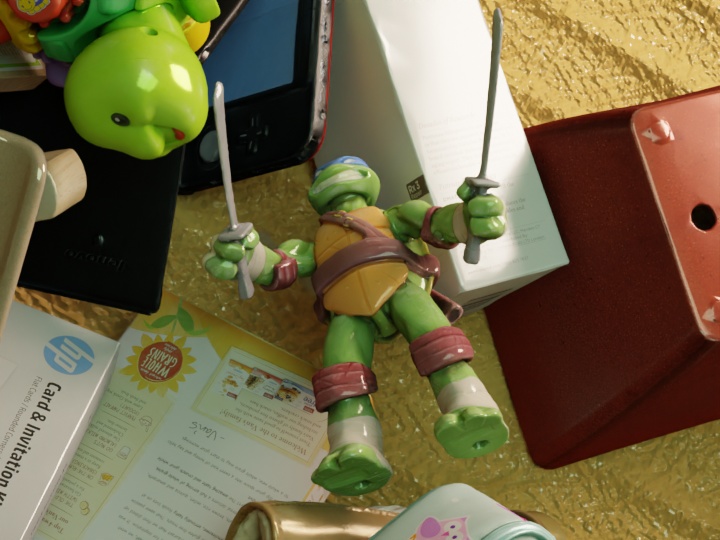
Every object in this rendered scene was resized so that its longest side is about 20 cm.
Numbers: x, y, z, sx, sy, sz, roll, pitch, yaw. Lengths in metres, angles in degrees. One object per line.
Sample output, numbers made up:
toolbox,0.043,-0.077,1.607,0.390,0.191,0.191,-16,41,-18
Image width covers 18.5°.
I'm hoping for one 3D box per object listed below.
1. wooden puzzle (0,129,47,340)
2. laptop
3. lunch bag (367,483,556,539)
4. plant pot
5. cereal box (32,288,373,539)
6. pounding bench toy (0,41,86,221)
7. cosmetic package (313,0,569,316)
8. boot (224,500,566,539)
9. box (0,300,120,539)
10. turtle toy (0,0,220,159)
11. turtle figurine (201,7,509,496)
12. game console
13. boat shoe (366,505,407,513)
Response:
wooden puzzle,-0.262,0.000,1.044,0.200,0.046,0.185,17,100,-1
laptop,-0.161,-0.098,1.212,0.187,0.116,0.200,12,42,16
lunch bag,0.052,0.213,1.109,0.160,0.077,0.200,-36,124,-16
plant pot,0.192,-0.017,1.282,0.200,0.176,0.200,-14,81,-22
cereal box,-0.103,0.121,1.182,0.144,0.040,0.200,27,67,18
pounding bench toy,-0.253,-0.073,1.122,0.156,0.124,0.200,-36,85,18
cosmetic package,0.032,-0.074,1.270,0.081,0.113,0.200,-15,80,-32
boot,0.010,0.204,1.168,0.200,0.066,0.175,3,94,-39
box,-0.243,0.063,1.122,0.200,0.041,0.156,23,44,-1
turtle toy,-0.136,-0.139,1.076,0.101,0.146,0.200,-40,67,-10
turtle figurine,0.000,0.000,1.122,0.144,0.200,0.194,-3,59,-22
game console,-0.111,-0.155,1.244,0.119,0.172,0.200,18,68,-43
boat shoe,-0.042,0.178,1.201,0.200,0.070,0.071,-19,83,-24
